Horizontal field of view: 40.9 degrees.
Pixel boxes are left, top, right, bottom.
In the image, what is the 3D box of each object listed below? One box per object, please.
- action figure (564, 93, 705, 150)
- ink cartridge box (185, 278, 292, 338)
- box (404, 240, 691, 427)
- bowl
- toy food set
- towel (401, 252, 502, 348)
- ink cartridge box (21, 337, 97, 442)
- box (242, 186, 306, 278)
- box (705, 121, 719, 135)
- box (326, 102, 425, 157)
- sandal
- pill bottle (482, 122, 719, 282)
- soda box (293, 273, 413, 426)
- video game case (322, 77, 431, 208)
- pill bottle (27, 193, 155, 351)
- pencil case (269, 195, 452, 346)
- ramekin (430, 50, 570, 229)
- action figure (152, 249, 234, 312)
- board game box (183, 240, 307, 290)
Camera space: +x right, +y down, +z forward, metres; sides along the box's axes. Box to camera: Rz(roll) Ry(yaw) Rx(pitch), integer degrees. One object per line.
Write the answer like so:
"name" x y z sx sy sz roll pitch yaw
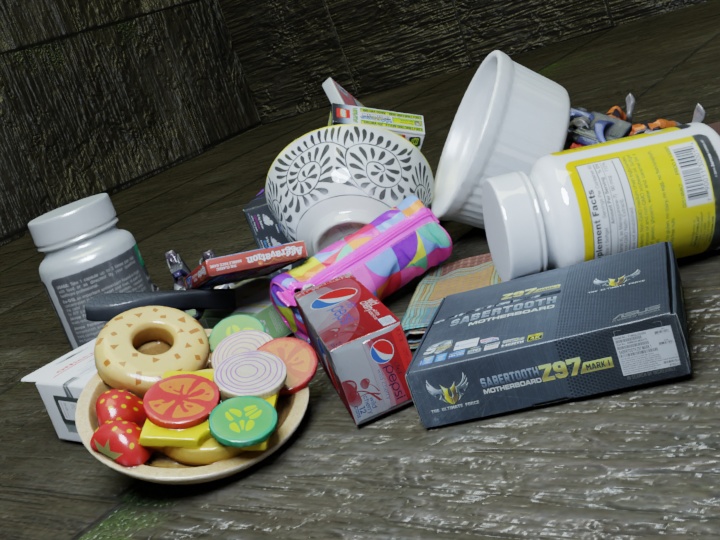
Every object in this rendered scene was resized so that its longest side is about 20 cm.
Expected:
"action figure" 0.325 -0.135 1.146 0.193 0.105 0.199 -34 46 -24
"ink cartridge box" -0.087 0.029 1.116 0.199 0.048 0.145 -33 19 -34
"box" 0.146 0.045 0.737 0.198 0.052 0.158 -14 14 21
"bowl" -0.010 -0.060 1.105 0.199 0.201 0.095 -16 46 13
"toy food set" -0.135 0.098 0.797 0.195 0.049 0.201 1 31 3
"towel" 0.114 0.017 0.942 0.145 0.022 0.200 -15 15 16
"ink cartridge box" -0.236 0.114 0.953 0.199 0.069 0.116 -3 21 47
"box" -0.041 -0.078 1.318 0.198 0.107 0.122 -15 17 15
"box" 0.410 -0.115 0.935 0.198 0.076 0.100 -14 16 29
"box" 0.001 -0.104 1.153 0.109 0.201 0.035 6 47 -9
"sandal" -0.191 0.043 0.975 0.075 0.043 0.199 0 1 30
"pill bottle" 0.213 -0.054 0.842 0.198 0.116 0.114 -12 14 -2
"soda box" -0.006 0.061 0.838 0.063 0.071 0.200 -22 15 -7
"video game case" 0.036 -0.156 1.259 0.017 0.199 0.144 -38 51 17
"pill bottle" -0.294 0.023 1.096 0.112 0.202 0.113 -18 15 5
"pencil case" 0.000 0.000 0.999 0.199 0.089 0.088 -33 18 -21
"ramekin" 0.161 -0.140 1.109 0.097 0.202 0.201 19 13 -6
"action figure" -0.223 0.024 1.271 0.129 0.070 0.200 -15 17 -3
"board game box" -0.129 -0.002 1.039 0.102 0.020 0.200 -14 -2 -17
